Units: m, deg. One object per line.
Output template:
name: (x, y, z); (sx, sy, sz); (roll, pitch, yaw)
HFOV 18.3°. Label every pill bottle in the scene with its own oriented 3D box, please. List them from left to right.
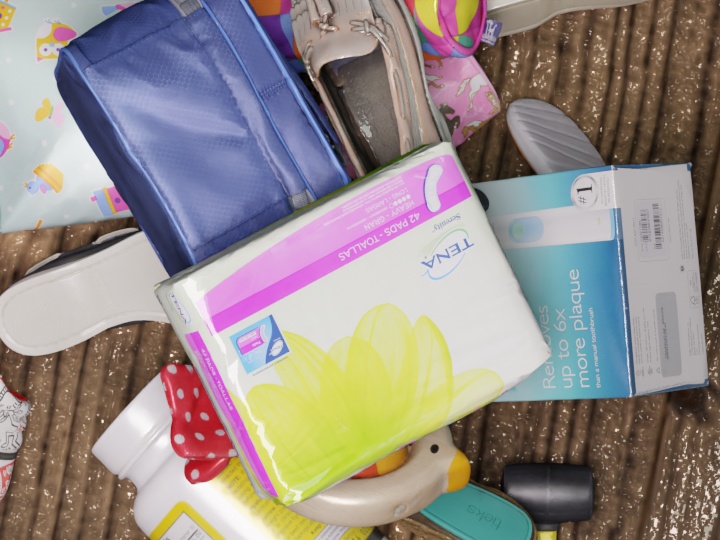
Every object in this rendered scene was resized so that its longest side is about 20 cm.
pill bottle: (-0.082, 0.160, 1.505); (0.200, 0.111, 0.111); (44, 86, 1)

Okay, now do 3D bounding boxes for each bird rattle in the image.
bird rattle: (-0.020, 0.097, 1.401); (0.199, 0.163, 0.113); (-7, 124, -31)

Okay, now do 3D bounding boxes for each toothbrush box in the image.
toothbrush box: (0.122, 0.011, 1.473); (0.085, 0.199, 0.148); (-4, 90, -43)

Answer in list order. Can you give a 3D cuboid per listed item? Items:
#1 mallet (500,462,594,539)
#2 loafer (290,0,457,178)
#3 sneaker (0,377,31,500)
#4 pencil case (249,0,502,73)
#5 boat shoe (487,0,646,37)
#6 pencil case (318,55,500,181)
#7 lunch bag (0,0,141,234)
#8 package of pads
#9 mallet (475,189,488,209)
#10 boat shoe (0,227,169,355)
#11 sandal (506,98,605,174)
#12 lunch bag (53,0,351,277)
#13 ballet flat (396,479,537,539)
mallet: (0.138, 0.231, 1.545); (0.065, 0.041, 0.202); (-7, 90, 2)
loafer: (0.003, -0.122, 1.409); (0.072, 0.063, 0.201); (-29, 83, 31)
sneaker: (-0.305, 0.097, 1.480); (0.067, 0.201, 0.109); (20, 86, 44)
pencil case: (-0.007, -0.176, 1.496); (0.199, 0.088, 0.089); (-2, 86, 29)
boat shoe: (0.157, -0.215, 1.557); (0.198, 0.072, 0.060); (-15, 72, -8)
pencil case: (0.002, -0.089, 1.540); (0.199, 0.083, 0.087); (-37, 116, -3)
lunch bag: (-0.186, -0.133, 1.519); (0.169, 0.122, 0.202); (-9, 92, -1)
package of pads: (0.000, 0.033, 1.326); (0.199, 0.068, 0.155); (-29, 97, -18)
mallet: (0.000, 0.000, 1.481); (0.066, 0.200, 0.041); (15, 49, -36)
boat shoe: (-0.151, 0.006, 1.522); (0.199, 0.060, 0.074); (-19, 107, 11)
sandal: (0.159, -0.027, 1.548); (0.079, 0.059, 0.207); (-10, 59, -43)
lunch bag: (-0.088, -0.082, 1.403); (0.132, 0.136, 0.201); (-32, 93, -12)
ballet flat: (0.031, 0.147, 1.524); (0.199, 0.072, 0.068); (30, 63, 11)
